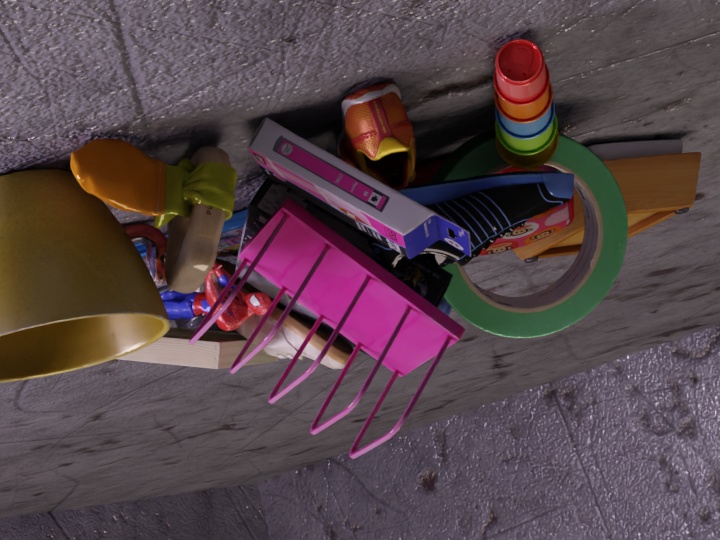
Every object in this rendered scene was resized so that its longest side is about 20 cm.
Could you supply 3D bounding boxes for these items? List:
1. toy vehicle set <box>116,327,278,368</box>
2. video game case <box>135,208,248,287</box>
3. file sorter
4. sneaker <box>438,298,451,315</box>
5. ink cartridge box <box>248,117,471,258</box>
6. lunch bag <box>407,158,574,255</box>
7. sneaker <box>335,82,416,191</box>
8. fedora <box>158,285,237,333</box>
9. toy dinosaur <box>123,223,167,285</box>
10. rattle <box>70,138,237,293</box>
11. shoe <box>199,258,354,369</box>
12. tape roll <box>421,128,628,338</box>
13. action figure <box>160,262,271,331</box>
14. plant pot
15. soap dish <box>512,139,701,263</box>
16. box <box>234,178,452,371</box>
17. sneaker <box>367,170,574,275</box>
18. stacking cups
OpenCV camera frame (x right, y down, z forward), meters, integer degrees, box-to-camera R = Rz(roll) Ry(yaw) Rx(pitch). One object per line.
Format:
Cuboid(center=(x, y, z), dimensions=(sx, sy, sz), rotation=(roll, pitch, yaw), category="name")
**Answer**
Cuboid(center=(-0.173, 0.080, 1.530), dimensions=(0.123, 0.027, 0.200), rotation=(5, 180, 14), category="toy vehicle set")
Cuboid(center=(-0.183, -0.017, 1.537), dimensions=(0.198, 0.018, 0.143), rotation=(-16, 167, 9), category="video game case")
Cuboid(center=(-0.037, 0.061, 1.327), dimensions=(0.126, 0.199, 0.139), rotation=(-57, -172, -28), category="file sorter")
Cuboid(center=(0.000, 0.000, 1.491), dimensions=(0.198, 0.076, 0.088), rotation=(25, 165, 13), category="sneaker")
Cuboid(center=(0.001, -0.059, 1.236), dimensions=(0.199, 0.037, 0.095), rotation=(28, 172, 10), category="ink cartridge box")
Cuboid(center=(0.120, -0.075, 1.497), dimensions=(0.198, 0.083, 0.176), rotation=(-14, 163, 5), category="lunch bag")
Cuboid(center=(0.016, -0.098, 1.274), dimensions=(0.072, 0.078, 0.200), rotation=(-17, 169, 4), category="sneaker")
Cuboid(center=(-0.144, 0.051, 1.698), dimensions=(0.198, 0.093, 0.201), rotation=(-14, 167, -3), category="fedora")
Cuboid(center=(-0.273, 0.004, 1.380), dimensions=(0.181, 0.105, 0.200), rotation=(-39, 147, -3), category="toy dinosaur")
Cuboid(center=(-0.187, -0.047, 1.256), dimensions=(0.141, 0.132, 0.200), rotation=(-4, -176, -18), category="rattle")
Cuboid(center=(-0.090, 0.055, 1.505), dimensions=(0.070, 0.199, 0.054), rotation=(1, 117, -60), category="shoe")
Cuboid(center=(0.157, -0.038, 1.406), dimensions=(0.198, 0.203, 0.048), rotation=(-13, -167, -4), category="tape roll")
Cuboid(center=(-0.181, 0.012, 1.466), dimensions=(0.198, 0.100, 0.065), rotation=(2, -153, 25), category="action figure")
Cuboid(center=(-0.270, -0.001, 1.221), dimensions=(0.198, 0.144, 0.200), rotation=(-13, 168, -3), category="plant pot")
Cuboid(center=(0.266, -0.076, 1.636), dimensions=(0.156, 0.082, 0.200), rotation=(-7, 167, -31), category="soap dish")
Cuboid(center=(-0.021, 0.005, 1.409), dimensions=(0.049, 0.199, 0.159), rotation=(-57, 176, -27), category="box")
Cuboid(center=(0.102, -0.045, 1.330), dimensions=(0.198, 0.079, 0.070), rotation=(-8, -174, -7), category="sneaker")
Cuboid(center=(0.142, -0.149, 1.260), dimensions=(0.060, 0.061, 0.200), rotation=(-15, 162, 3), category="stacking cups")
